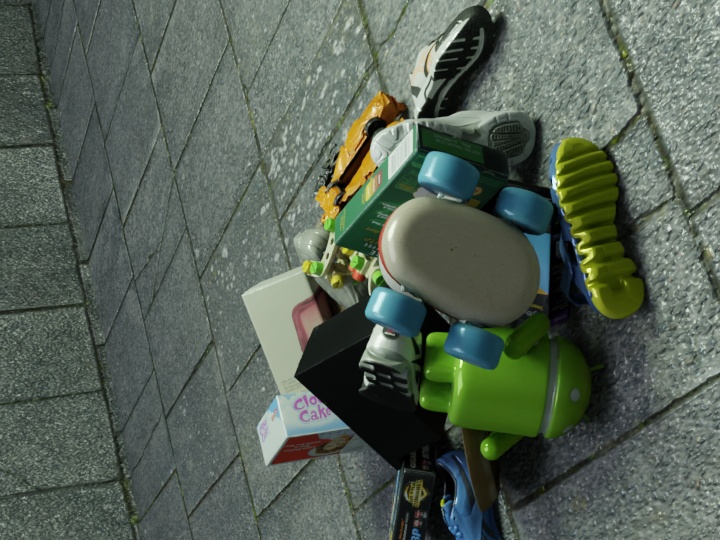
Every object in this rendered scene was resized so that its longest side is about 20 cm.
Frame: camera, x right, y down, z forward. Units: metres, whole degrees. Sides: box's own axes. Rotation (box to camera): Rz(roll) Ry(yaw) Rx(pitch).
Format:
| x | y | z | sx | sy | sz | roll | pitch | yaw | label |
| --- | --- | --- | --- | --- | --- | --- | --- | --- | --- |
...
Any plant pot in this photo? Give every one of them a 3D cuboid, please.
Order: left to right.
| x | y | z | sx | sy | sz | roll | pitch | yaw | label |
| --- | --- | --- | --- | --- | --- | --- | --- | --- | --- |
| 0.146 | 0.194 | 1.516 | 0.200 | 0.027 | 0.203 | -10 | -90 | -80 | plant pot |

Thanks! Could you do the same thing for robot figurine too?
| x | y | z | sx | sy | sz | roll | pitch | yaw | label |
| --- | --- | --- | --- | --- | --- | --- | --- | --- | --- |
| 0.007 | -0.141 | 1.733 | 0.201 | 0.058 | 0.146 | -56 | 41 | 23 | robot figurine |
| 0.167 | 0.123 | 1.379 | 0.116 | 0.197 | 0.177 | -81 | -2 | -56 | robot figurine |

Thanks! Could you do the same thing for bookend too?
| x | y | z | sx | sy | sz | roll | pitch | yaw | label |
| --- | --- | --- | --- | --- | --- | --- | --- | --- | --- |
| 0.058 | 0.128 | 1.547 | 0.199 | 0.199 | 0.093 | -31 | 25 | 38 | bookend |

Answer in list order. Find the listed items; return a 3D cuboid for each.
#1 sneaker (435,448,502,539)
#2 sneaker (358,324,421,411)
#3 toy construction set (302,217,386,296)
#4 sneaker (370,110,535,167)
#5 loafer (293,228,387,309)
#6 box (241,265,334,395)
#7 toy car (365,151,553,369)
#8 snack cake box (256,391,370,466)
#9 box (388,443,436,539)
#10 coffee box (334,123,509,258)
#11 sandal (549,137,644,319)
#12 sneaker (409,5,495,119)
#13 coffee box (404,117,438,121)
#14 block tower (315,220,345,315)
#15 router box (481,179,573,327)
| x | y | z | sx | sy | sz | roll | pitch | yaw | label |
| --- | --- | --- | --- | --- | --- | --- | --- | --- | --- |
| 0.139 | 0.335 | 1.608 | 0.066 | 0.077 | 0.203 | -20 | 79 | 62 | sneaker |
| 0.043 | 0.102 | 1.422 | 0.200 | 0.073 | 0.089 | 93 | -165 | -68 | sneaker |
| 0.000 | 0.000 | 1.628 | 0.200 | 0.091 | 0.132 | 47 | 117 | 43 | toy construction set |
| 0.101 | -0.148 | 1.453 | 0.099 | 0.197 | 0.079 | -141 | 46 | -69 | sneaker |
| -0.021 | 0.012 | 1.789 | 0.200 | 0.070 | 0.069 | 50 | 158 | -27 | loafer |
| -0.088 | 0.102 | 1.904 | 0.128 | 0.108 | 0.202 | -46 | -65 | -80 | box |
| 0.090 | -0.008 | 1.344 | 0.200 | 0.175 | 0.187 | 172 | 120 | -78 | toy car |
| -0.042 | 0.225 | 1.829 | 0.115 | 0.197 | 0.068 | 126 | 133 | -55 | snack cake box |
| 0.070 | 0.315 | 1.710 | 0.159 | 0.045 | 0.203 | -83 | 0 | -64 | box |
| 0.064 | -0.079 | 1.395 | 0.200 | 0.121 | 0.044 | -49 | 34 | 48 | coffee box |
| 0.236 | -0.041 | 1.317 | 0.087 | 0.078 | 0.203 | 148 | 115 | -66 | sandal |
| 0.105 | -0.270 | 1.551 | 0.200 | 0.073 | 0.081 | 124 | 136 | -54 | sneaker |
| 0.096 | -0.082 | 1.601 | 0.113 | 0.079 | 0.202 | -129 | 40 | -49 | coffee box |
| -0.021 | 0.019 | 1.911 | 0.058 | 0.053 | 0.202 | 126 | 132 | -56 | block tower |
| 0.157 | -0.032 | 1.441 | 0.199 | 0.051 | 0.151 | 18 | 117 | 44 | router box |
